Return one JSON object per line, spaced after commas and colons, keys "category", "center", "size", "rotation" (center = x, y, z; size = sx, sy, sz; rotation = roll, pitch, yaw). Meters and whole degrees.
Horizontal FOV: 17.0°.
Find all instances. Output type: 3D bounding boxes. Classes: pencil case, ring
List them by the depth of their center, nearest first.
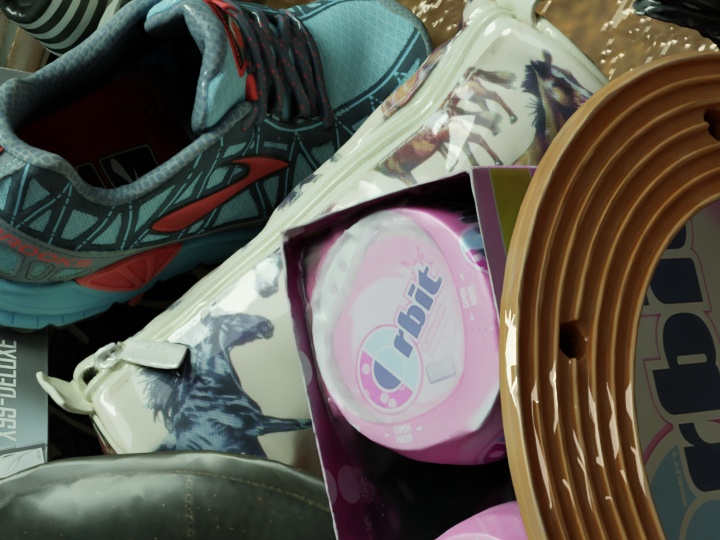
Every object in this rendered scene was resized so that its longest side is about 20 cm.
{"category": "ring", "center": [0.105, 0.045, 0.554], "size": [0.019, 0.200, 0.201], "rotation": [-27, 46, 47]}
{"category": "pencil case", "center": [0.000, 0.000, 0.743], "size": [0.200, 0.089, 0.078], "rotation": [-43, 48, 3]}

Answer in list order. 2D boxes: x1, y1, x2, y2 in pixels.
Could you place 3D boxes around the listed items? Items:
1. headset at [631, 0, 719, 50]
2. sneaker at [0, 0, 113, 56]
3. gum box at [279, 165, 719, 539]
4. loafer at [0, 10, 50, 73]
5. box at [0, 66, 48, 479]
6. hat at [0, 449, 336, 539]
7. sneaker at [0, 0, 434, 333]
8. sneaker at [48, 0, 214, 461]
{"category": "headset", "center": [0.087, 0.022, 0.656], "size": [0.123, 0.094, 0.201], "rotation": [5, 78, 42]}
{"category": "sneaker", "center": [-0.081, -0.174, 0.889], "size": [0.075, 0.115, 0.202], "rotation": [18, 89, 19]}
{"category": "gum box", "center": [0.058, 0.079, 0.574], "size": [0.066, 0.113, 0.201], "rotation": [-19, 79, 41]}
{"category": "loafer", "center": [-0.161, -0.086, 0.967], "size": [0.072, 0.063, 0.201], "rotation": [9, 69, 43]}
{"category": "box", "center": [-0.145, 0.055, 0.812], "size": [0.158, 0.049, 0.201], "rotation": [119, 153, -48]}
{"category": "hat", "center": [-0.034, 0.130, 0.691], "size": [0.199, 0.081, 0.202], "rotation": [4, 103, 16]}
{"category": "sneaker", "center": [-0.044, -0.048, 0.764], "size": [0.079, 0.199, 0.096], "rotation": [51, 144, 16]}
{"category": "sneaker", "center": [-0.084, 0.001, 0.851], "size": [0.086, 0.077, 0.201], "rotation": [-34, 41, 48]}
